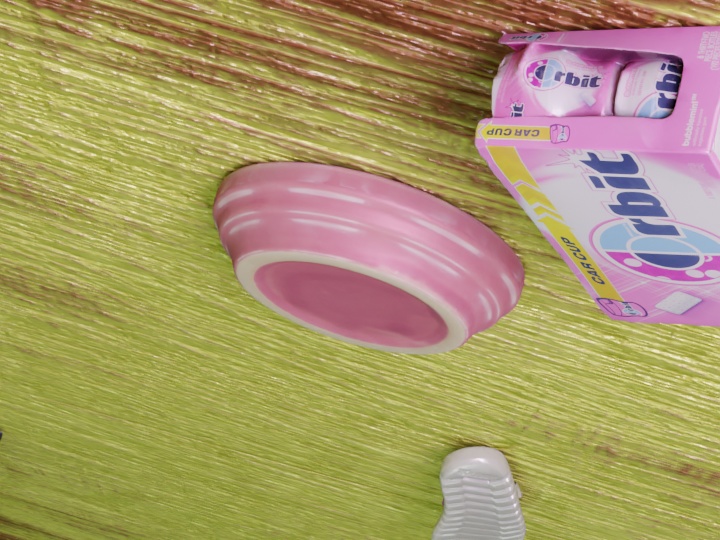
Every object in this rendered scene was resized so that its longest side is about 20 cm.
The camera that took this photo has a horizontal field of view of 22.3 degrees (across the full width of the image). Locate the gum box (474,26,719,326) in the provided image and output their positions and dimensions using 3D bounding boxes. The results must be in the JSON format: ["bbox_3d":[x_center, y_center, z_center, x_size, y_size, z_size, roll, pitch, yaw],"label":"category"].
[{"bbox_3d":[0.145,-0.042,0.875,0.113,0.066,0.200,3,156,30],"label":"gum box"}]

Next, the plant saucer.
[{"bbox_3d":[0.000,0.000,1.134,0.200,0.051,0.201,15,159,6],"label":"plant saucer"}]

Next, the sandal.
[{"bbox_3d":[0.104,0.198,1.584,0.082,0.050,0.203,2,146,0],"label":"sandal"}]

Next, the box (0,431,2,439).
[{"bbox_3d":[-0.485,0.261,1.999,0.107,0.201,0.148,22,161,-16],"label":"box"}]
